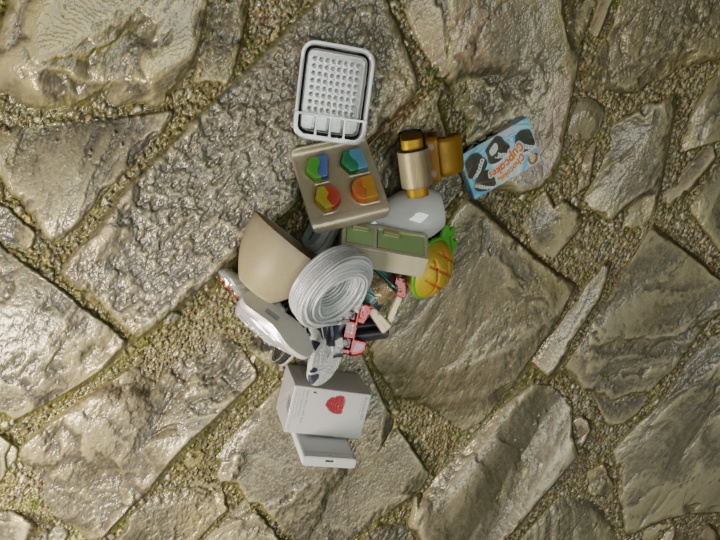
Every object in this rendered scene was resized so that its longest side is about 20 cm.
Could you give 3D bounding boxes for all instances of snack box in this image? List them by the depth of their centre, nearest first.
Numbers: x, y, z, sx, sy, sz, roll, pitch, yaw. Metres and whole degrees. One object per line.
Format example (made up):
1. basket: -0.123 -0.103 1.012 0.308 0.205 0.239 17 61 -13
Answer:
1. snack box: 0.333 -0.273 1.601 0.197 0.037 0.118 -30 114 -7

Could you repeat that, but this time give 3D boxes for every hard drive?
1. hard drive: -0.097 0.403 1.585 0.129 0.200 0.027 9 104 -20

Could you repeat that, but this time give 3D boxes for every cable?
1. cable: -0.059 0.034 1.389 0.197 0.069 0.202 -9 137 -47

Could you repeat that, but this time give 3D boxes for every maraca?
1. maraca: 0.178 -0.021 1.588 0.201 0.105 0.139 -50 145 -28

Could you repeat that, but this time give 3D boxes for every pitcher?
1. pitcher: 0.097 -0.100 1.541 0.194 0.122 0.176 -12 116 -3

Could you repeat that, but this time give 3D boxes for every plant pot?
1. plant pot: -0.187 -0.012 1.424 0.199 0.200 0.135 38 92 -24

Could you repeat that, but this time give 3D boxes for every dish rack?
1. dish rack: -0.060 -0.385 1.437 0.167 0.044 0.206 4 106 -18

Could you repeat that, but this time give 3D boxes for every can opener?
1. can opener: -0.029 0.163 1.624 0.194 0.054 0.068 -5 141 -17

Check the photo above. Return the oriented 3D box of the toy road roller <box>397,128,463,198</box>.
1. toy road roller: 0.158 -0.248 1.467 0.142 0.201 0.126 -7 110 8

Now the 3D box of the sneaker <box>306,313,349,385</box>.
1. sneaker: -0.100 0.159 1.540 0.078 0.128 0.205 13 85 -32

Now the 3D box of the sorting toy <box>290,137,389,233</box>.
1. sorting toy: -0.044 -0.196 1.451 0.180 0.037 0.205 -14 73 -13

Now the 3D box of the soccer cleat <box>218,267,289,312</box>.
1. soccer cleat: -0.240 0.047 1.505 0.078 0.069 0.200 -48 121 -4

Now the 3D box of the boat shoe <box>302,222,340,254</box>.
1. boat shoe: -0.064 -0.130 1.509 0.202 0.073 0.067 -56 147 -3

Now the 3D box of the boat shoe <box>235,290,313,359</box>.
1. boat shoe: -0.193 0.131 1.454 0.198 0.073 0.069 36 132 -8

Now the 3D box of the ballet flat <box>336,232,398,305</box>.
1. ballet flat: 0.000 0.000 1.520 0.065 0.070 0.200 -45 76 4

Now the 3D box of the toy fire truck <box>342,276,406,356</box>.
1. toy fire truck: 0.027 0.107 1.569 0.137 0.049 0.206 11 89 -12

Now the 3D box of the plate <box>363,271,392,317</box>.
1. plate: -0.011 0.033 1.593 0.195 0.026 0.206 -6 108 -17

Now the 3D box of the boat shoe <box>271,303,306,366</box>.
1. boat shoe: -0.158 0.125 1.512 0.060 0.072 0.204 20 105 -39

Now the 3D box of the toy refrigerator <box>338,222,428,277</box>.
1. toy refrigerator: 0.050 -0.051 1.463 0.194 0.077 0.071 10 140 -6

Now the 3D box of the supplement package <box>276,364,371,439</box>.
1. supplement package: -0.090 0.318 1.604 0.195 0.120 0.124 10 103 -20
